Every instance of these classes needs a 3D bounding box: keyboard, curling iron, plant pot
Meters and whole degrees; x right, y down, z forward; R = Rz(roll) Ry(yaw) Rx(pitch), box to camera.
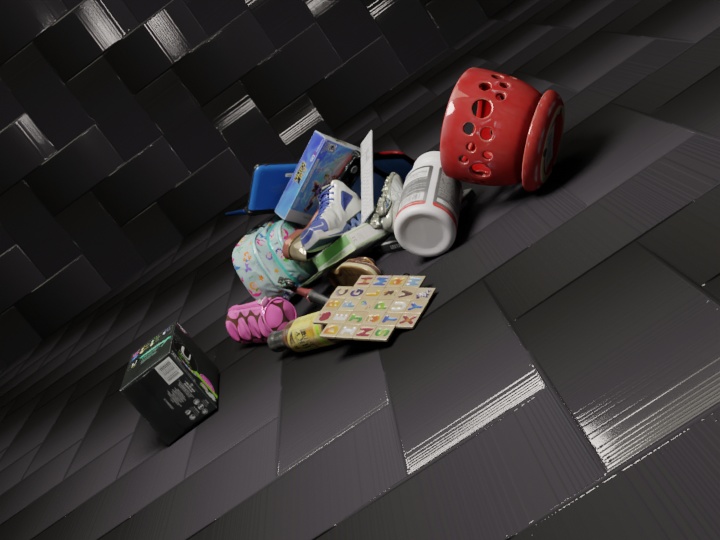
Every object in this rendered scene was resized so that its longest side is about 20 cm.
[{"bbox_3d":[0.014,-0.195,1.806,0.056,0.011,0.202,124,149,-57],"label":"keyboard"},{"bbox_3d":[-0.103,0.046,1.674,0.199,0.049,0.026,22,94,52],"label":"curling iron"},{"bbox_3d":[0.259,-0.246,1.549,0.181,0.202,0.201,15,41,20],"label":"plant pot"}]

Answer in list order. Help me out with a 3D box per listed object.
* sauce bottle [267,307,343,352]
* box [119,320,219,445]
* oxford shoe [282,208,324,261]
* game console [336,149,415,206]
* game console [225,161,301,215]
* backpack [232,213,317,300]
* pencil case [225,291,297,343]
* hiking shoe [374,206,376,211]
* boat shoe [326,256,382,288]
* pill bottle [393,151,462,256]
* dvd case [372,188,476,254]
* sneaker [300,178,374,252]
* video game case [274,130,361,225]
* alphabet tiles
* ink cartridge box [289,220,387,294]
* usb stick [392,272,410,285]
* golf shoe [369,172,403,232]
[{"bbox_3d":[-0.097,0.115,1.585,0.199,0.065,0.065,-21,22,48],"label":"sauce bottle"},{"bbox_3d":[-0.369,0.215,1.710,0.124,0.149,0.200,-37,16,2],"label":"box"},{"bbox_3d":[-0.076,-0.080,1.865,0.074,0.071,0.200,18,51,38],"label":"oxford shoe"},{"bbox_3d":[0.057,-0.183,1.936,0.119,0.199,0.173,40,99,37],"label":"game console"},{"bbox_3d":[-0.187,-0.183,1.970,0.198,0.172,0.118,-8,34,-35],"label":"game console"},{"bbox_3d":[-0.186,-0.020,1.932,0.150,0.178,0.200,-28,10,30],"label":"backpack"},{"bbox_3d":[-0.210,0.100,1.795,0.199,0.093,0.091,-16,43,54],"label":"pencil case"},{"bbox_3d":[0.014,-0.094,1.947,0.199,0.076,0.100,-19,7,40],"label":"hiking shoe"},{"bbox_3d":[0.000,0.000,1.693,0.072,0.072,0.200,-42,10,-19],"label":"boat shoe"},{"bbox_3d":[0.132,-0.129,1.633,0.115,0.116,0.201,-26,30,32],"label":"pill bottle"},{"bbox_3d":[0.128,-0.098,1.776,0.150,0.025,0.199,-47,19,-29],"label":"dvd case"},{"bbox_3d":[-0.064,-0.120,1.800,0.199,0.116,0.080,-28,-5,-44],"label":"sneaker"},{"bbox_3d":[-0.074,-0.191,1.930,0.045,0.180,0.201,39,108,36],"label":"video game case"},{"bbox_3d":[0.022,0.060,1.466,0.198,0.006,0.167,0,38,33],"label":"alphabet tiles"},{"bbox_3d":[-0.055,-0.030,1.790,0.199,0.048,0.145,-27,-5,-39],"label":"ink cartridge box"},{"bbox_3d":[0.010,0.058,1.573,0.199,0.033,0.056,-27,19,31],"label":"usb stick"},{"bbox_3d":[0.079,-0.130,1.787,0.201,0.096,0.079,-75,5,-56],"label":"golf shoe"}]
